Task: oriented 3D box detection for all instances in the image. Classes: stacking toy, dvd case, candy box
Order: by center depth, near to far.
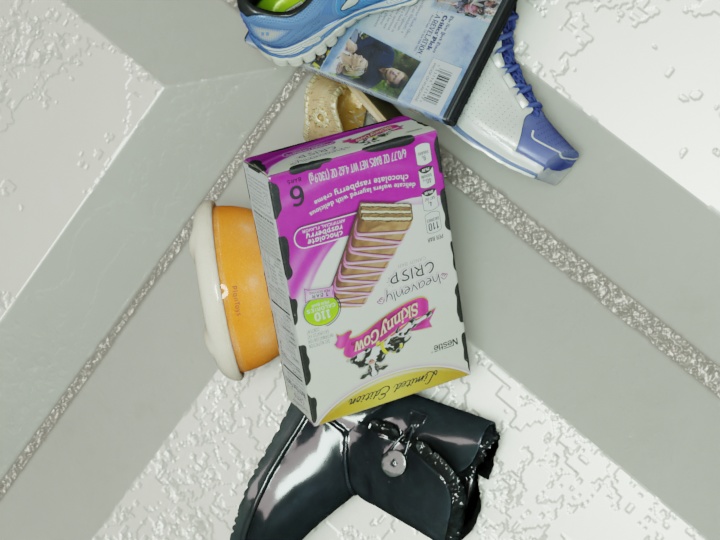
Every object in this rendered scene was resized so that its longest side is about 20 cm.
[{"bbox_3d":[0.000,0.000,1.083,0.136,0.061,0.201,-17,113,-18],"label":"candy box"},{"bbox_3d":[0.020,-0.208,1.120,0.200,0.018,0.143,25,85,28],"label":"dvd case"},{"bbox_3d":[-0.029,0.003,1.158,0.199,0.146,0.147,-9,86,0],"label":"stacking toy"}]

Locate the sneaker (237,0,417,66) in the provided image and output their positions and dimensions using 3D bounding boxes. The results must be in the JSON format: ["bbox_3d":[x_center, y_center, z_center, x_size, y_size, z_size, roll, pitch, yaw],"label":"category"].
[{"bbox_3d":[-0.005,-0.231,1.077,0.200,0.089,0.079,-34,65,9],"label":"sneaker"}]

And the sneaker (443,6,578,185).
[{"bbox_3d":[0.098,-0.163,1.127,0.199,0.081,0.115,40,102,17],"label":"sneaker"}]

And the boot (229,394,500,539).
[{"bbox_3d":[0.004,0.180,1.149,0.168,0.076,0.201,27,90,21],"label":"boot"}]

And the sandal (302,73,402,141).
[{"bbox_3d":[-0.024,-0.135,1.172,0.070,0.078,0.212,-43,68,14],"label":"sandal"}]
